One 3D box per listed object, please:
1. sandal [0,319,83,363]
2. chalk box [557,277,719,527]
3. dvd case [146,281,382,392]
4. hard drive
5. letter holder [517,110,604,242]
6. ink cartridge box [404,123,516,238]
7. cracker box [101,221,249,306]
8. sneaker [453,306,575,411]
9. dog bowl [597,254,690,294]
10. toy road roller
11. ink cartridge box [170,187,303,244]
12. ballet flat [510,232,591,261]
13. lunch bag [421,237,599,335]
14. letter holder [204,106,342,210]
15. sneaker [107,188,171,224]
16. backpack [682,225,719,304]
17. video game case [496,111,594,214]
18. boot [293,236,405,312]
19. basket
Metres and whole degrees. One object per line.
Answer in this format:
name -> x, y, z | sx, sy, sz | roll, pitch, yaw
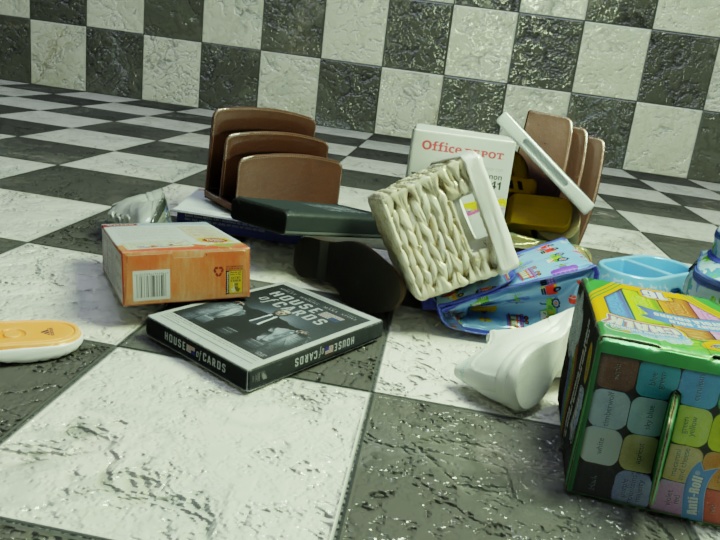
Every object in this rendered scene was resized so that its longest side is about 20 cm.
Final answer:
sandal -> -0.340, 0.043, 0.592 | 0.202, 0.061, 0.079 | -4, 20, -33
chalk box -> 0.225, 0.101, 0.541 | 0.120, 0.129, 0.200 | 10, 18, 10
dvd case -> -0.091, 0.058, 0.715 | 0.148, 0.025, 0.198 | 19, 21, 34
hard drive -> -0.063, -0.073, 0.985 | 0.196, 0.034, 0.138 | 0, 12, -42
letter holder -> 0.337, -0.151, 1.224 | 0.139, 0.206, 0.100 | 15, 0, 21
ink cartridge box -> 0.128, -0.090, 0.985 | 0.143, 0.206, 0.086 | 7, 16, 3
cracker box -> -0.214, -0.013, 0.796 | 0.130, 0.060, 0.199 | -3, 13, -25
sneaker -> 0.170, 0.076, 0.705 | 0.087, 0.078, 0.197 | 6, 13, 43
dog bowl -> 0.413, 0.016, 1.031 | 0.196, 0.051, 0.110 | -7, 22, -38
toy road roller -> 0.255, -0.111, 1.126 | 0.194, 0.150, 0.123 | 11, -18, 18
ink cartridge box -> -0.181, -0.081, 1.101 | 0.192, 0.048, 0.201 | 9, 18, -3
ballet flat -> 0.243, -0.015, 1.051 | 0.194, 0.073, 0.071 | 10, 16, 14
lunch bag -> 0.169, 0.031, 0.848 | 0.194, 0.097, 0.151 | -6, 14, 4
letter holder -> -0.130, -0.173, 1.105 | 0.196, 0.146, 0.100 | -5, 21, -41
sneaker -> -0.301, -0.063, 0.969 | 0.085, 0.077, 0.200 | -11, 15, -16
backpack -> 0.489, 0.027, 0.861 | 0.179, 0.151, 0.199 | 13, 20, 28
video game case -> 0.282, -0.163, 1.074 | 0.182, 0.023, 0.200 | 48, 16, 5
boot -> 0.000, 0.000, 0.879 | 0.074, 0.076, 0.198 | 7, 11, -40
basket -> 0.088, -0.052, 0.839 | 0.121, 0.139, 0.200 | -23, 8, 0
